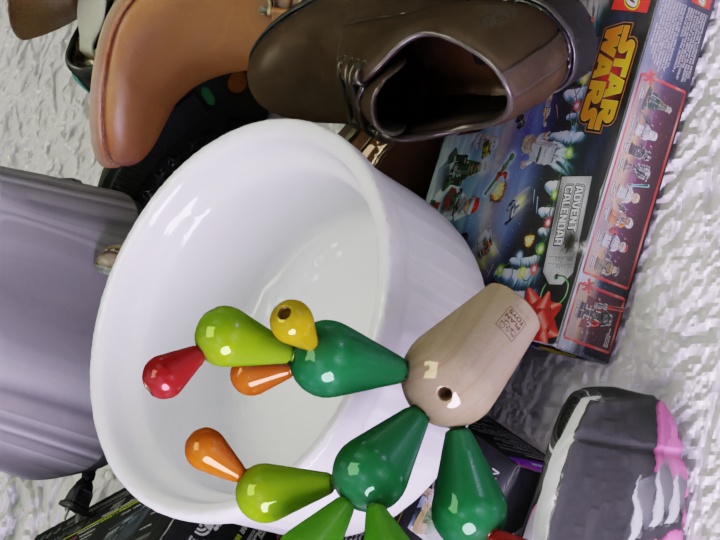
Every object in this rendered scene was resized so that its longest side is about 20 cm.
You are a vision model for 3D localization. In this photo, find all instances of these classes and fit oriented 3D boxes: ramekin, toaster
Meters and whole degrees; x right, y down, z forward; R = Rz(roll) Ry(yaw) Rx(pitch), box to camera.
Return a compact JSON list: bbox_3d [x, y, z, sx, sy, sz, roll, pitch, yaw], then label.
[{"bbox_3d":[-0.031,0.036,1.331,0.200,0.097,0.202,-19,60,37],"label":"ramekin"},{"bbox_3d":[-0.202,0.034,1.527,0.113,0.129,0.201,-13,66,46],"label":"toaster"}]

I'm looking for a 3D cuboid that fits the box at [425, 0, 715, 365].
[{"bbox_3d":[0.096,-0.062,1.356,0.137,0.040,0.201,12,84,54],"label":"box"}]

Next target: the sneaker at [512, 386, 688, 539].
[{"bbox_3d":[0.084,0.148,1.247,0.086,0.080,0.201,6,79,55],"label":"sneaker"}]

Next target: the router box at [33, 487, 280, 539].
[{"bbox_3d":[-0.139,0.186,1.484,0.200,0.062,0.150,-30,19,44],"label":"router box"}]

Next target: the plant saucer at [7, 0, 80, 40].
[{"bbox_3d":[-0.170,-0.237,1.719,0.200,0.035,0.201,18,-90,-84],"label":"plant saucer"}]

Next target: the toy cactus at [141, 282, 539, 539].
[{"bbox_3d":[0.017,0.068,1.190,0.165,0.200,0.102,-47,-2,-21],"label":"toy cactus"}]

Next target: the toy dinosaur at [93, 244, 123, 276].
[{"bbox_3d":[-0.050,-0.037,1.517,0.199,0.048,0.088,-24,22,11],"label":"toy dinosaur"}]

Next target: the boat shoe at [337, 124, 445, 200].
[{"bbox_3d":[0.000,0.000,1.441,0.068,0.072,0.201,54,128,43],"label":"boat shoe"}]

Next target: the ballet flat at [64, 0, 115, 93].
[{"bbox_3d":[-0.130,-0.201,1.695,0.068,0.068,0.201,24,95,38],"label":"ballet flat"}]

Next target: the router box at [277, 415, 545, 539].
[{"bbox_3d":[0.014,0.162,1.355,0.149,0.051,0.201,33,102,52],"label":"router box"}]

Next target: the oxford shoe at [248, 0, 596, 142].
[{"bbox_3d":[0.011,-0.100,1.330,0.199,0.073,0.084,-5,26,42],"label":"oxford shoe"}]

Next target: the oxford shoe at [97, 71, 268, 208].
[{"bbox_3d":[-0.096,-0.108,1.614,0.200,0.073,0.084,-54,35,5],"label":"oxford shoe"}]

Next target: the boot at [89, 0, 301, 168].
[{"bbox_3d":[-0.056,-0.131,1.521,0.155,0.077,0.201,22,87,13],"label":"boot"}]
